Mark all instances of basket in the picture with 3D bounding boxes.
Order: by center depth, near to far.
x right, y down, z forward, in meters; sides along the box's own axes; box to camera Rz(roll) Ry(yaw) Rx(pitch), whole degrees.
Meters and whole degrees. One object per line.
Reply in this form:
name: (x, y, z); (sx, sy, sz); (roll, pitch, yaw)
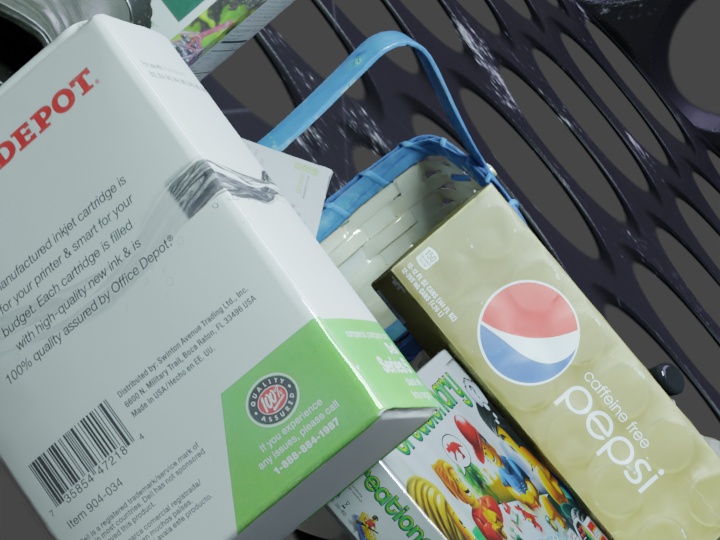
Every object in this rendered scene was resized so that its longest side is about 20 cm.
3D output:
basket: (0.000, 0.000, 1.529); (0.139, 0.176, 0.200); (43, -10, 49)

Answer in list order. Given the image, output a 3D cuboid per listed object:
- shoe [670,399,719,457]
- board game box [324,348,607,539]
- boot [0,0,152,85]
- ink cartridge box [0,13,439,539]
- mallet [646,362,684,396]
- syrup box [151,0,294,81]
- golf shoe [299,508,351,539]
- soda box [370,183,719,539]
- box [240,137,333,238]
shoe: (0.149, 0.081, 1.708); (0.070, 0.054, 0.200); (19, -1, 44)
board game box: (0.047, 0.108, 1.321); (0.126, 0.035, 0.200); (49, 15, 1)
boot: (-0.199, -0.149, 1.399); (0.199, 0.068, 0.131); (30, 18, 16)
ink cartridge box: (-0.089, 0.020, 1.210); (0.200, 0.145, 0.084); (54, 13, 13)
mallet: (0.085, 0.075, 1.592); (0.066, 0.200, 0.041); (35, 53, -21)
syrup box: (-0.096, -0.137, 1.493); (0.079, 0.200, 0.081); (52, 13, 4)
golf shoe: (-0.067, 0.061, 1.357); (0.200, 0.078, 0.097); (40, 20, -3)
soda box: (0.096, 0.059, 1.443); (0.200, 0.068, 0.064); (50, -12, -1)
box: (-0.114, -0.044, 1.346); (0.199, 0.037, 0.144); (20, 17, -3)
